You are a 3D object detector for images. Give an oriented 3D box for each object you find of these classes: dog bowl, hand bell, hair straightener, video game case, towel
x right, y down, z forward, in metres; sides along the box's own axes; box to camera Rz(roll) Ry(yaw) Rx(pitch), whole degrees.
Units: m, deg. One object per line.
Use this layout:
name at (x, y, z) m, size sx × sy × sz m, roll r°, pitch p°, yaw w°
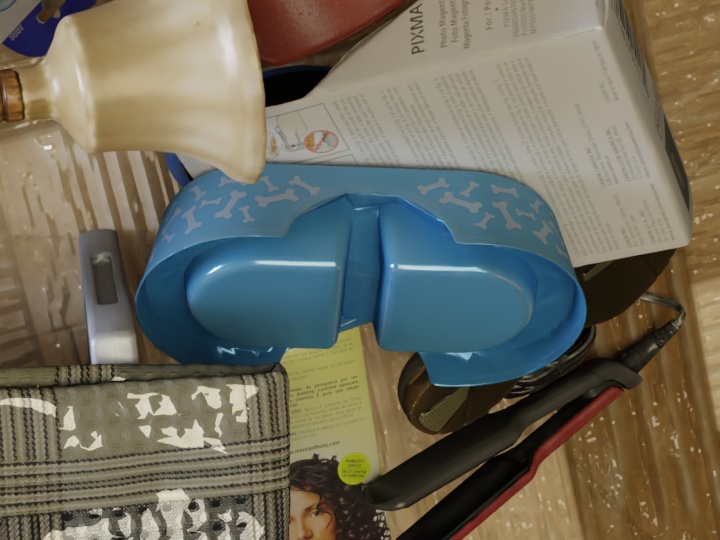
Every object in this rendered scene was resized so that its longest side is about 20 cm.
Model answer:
dog bowl at (0.000, 0.000, 1.033) m, size 0.199 × 0.050 × 0.112 m, roll 1°, pitch 144°, yaw -4°
hand bell at (-0.146, -0.067, 0.916) m, size 0.199 × 0.104 × 0.105 m, roll -12°, pitch 107°, yaw -15°
hair straightener at (0.082, 0.063, 1.159) m, size 0.200 × 0.041 × 0.077 m, roll -34°, pitch 113°, yaw -17°
video game case at (-0.111, 0.099, 1.078) m, size 0.023 × 0.182 × 0.201 m, roll -6°, pitch 106°, yaw -7°
towel at (-0.124, 0.134, 0.965) m, size 0.199 × 0.035 × 0.194 m, roll -2°, pitch 104°, yaw -18°

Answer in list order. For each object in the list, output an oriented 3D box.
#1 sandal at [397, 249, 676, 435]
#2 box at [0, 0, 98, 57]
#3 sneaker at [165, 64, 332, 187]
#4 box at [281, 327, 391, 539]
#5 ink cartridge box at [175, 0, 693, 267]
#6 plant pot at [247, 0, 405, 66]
sandal at (0.086, 0.004, 1.139) m, size 0.200 × 0.055 × 0.082 m, roll -40°, pitch 144°, yaw -19°
box at (-0.216, -0.155, 1.028) m, size 0.200 × 0.119 × 0.042 m, roll 35°, pitch 54°, yaw -16°
sneaker at (0.008, -0.060, 1.113) m, size 0.199 × 0.078 × 0.071 m, roll -6°, pitch 106°, yaw -10°
box at (-0.030, 0.080, 1.158) m, size 0.075 × 0.050 × 0.201 m, roll -12°, pitch 106°, yaw -8°
ink cartridge box at (0.035, -0.054, 1.041) m, size 0.199 × 0.057 × 0.163 m, roll -8°, pitch 144°, yaw 18°
plant pot at (-0.056, -0.205, 1.012) m, size 0.200 × 0.201 × 0.196 m, roll -31°, pitch 116°, yaw -1°
